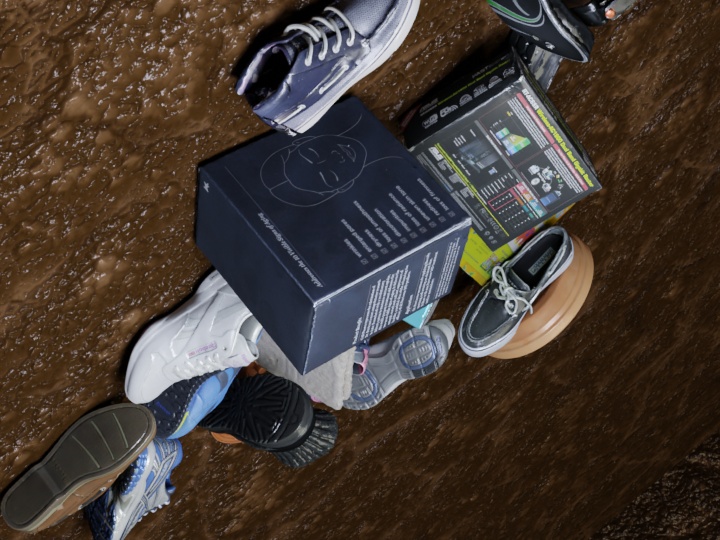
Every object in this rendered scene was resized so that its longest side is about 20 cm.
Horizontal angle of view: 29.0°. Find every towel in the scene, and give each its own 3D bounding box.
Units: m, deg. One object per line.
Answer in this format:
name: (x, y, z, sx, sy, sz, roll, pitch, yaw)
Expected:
towel: (-0.063, 0.068, 1.574, 0.035, 0.131, 0.201, -52, 162, -35)

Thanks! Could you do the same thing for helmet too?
helmet: (0.196, -0.305, 1.319, 0.197, 0.191, 0.203, -7, 114, -15)

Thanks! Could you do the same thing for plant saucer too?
plant saucer: (0.219, 0.023, 1.860, 0.200, 0.200, 0.037, -45, 122, 5)

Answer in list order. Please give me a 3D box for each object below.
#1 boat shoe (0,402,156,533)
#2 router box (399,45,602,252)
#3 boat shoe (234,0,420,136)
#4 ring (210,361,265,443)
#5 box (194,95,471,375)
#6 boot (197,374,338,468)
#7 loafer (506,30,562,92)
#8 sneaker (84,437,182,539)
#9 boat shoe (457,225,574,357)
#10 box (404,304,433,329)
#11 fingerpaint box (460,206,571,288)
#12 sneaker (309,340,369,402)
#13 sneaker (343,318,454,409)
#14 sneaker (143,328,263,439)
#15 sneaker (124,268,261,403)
boat shoe: (-0.306, 0.216, 1.544, 0.199, 0.072, 0.068, -34, 158, 3)
router box: (0.156, -0.131, 1.540, 0.149, 0.063, 0.200, -30, 132, 16)
boat shoe: (-0.030, -0.208, 1.277, 0.200, 0.075, 0.093, -49, 160, 14)
ring: (-0.106, 0.150, 1.765, 0.199, 0.019, 0.201, -32, 151, -20)
box: (-0.031, -0.039, 1.386, 0.195, 0.200, 0.125, -26, 150, -28)
boot: (-0.080, 0.182, 1.629, 0.157, 0.210, 0.080, 30, 75, -34)
loafer: (0.183, -0.204, 1.582, 0.070, 0.068, 0.202, -4, 132, -38)
sneaker: (-0.261, 0.265, 1.633, 0.084, 0.078, 0.201, -2, 140, -35)
boat shoe: (0.196, 0.025, 1.770, 0.199, 0.074, 0.068, -42, 161, 0)
box: (0.075, 0.018, 1.681, 0.083, 0.049, 0.200, -63, 175, 3)
fingerpaint box: (0.169, -0.079, 1.742, 0.167, 0.073, 0.200, -45, 156, 6)
sneaker: (-0.008, 0.088, 1.713, 0.200, 0.082, 0.071, -45, 147, -23)
sneaker: (0.040, 0.118, 1.768, 0.198, 0.075, 0.087, -22, -176, 28)
sneaker: (-0.169, 0.108, 1.576, 0.201, 0.066, 0.078, -51, 163, 17)
sneaker: (-0.170, 0.080, 1.485, 0.200, 0.100, 0.075, -44, 156, 6)
